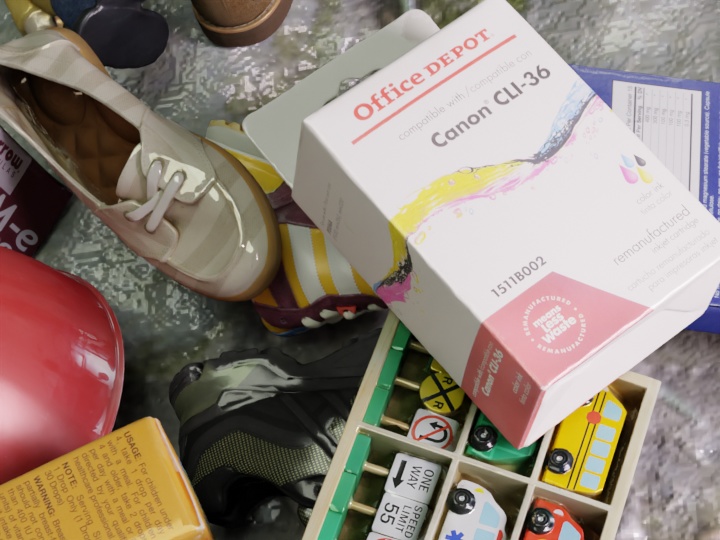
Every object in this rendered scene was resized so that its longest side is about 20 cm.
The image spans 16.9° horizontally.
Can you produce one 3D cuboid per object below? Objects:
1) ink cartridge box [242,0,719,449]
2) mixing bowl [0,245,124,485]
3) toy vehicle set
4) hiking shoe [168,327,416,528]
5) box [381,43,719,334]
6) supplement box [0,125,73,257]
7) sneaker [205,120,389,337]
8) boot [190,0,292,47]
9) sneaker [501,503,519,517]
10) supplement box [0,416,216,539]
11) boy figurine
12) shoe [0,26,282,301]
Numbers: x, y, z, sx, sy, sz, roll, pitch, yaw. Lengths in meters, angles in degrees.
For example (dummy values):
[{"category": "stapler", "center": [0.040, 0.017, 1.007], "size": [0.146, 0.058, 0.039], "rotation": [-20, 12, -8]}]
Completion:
[{"category": "ink cartridge box", "center": [0.051, -0.037, 1.057], "size": [0.116, 0.068, 0.200], "rotation": [-35, 71, -22]}, {"category": "mixing bowl", "center": [-0.225, 0.054, 1.156], "size": [0.200, 0.108, 0.200], "rotation": [-21, 46, 23]}, {"category": "toy vehicle set", "center": [0.041, 0.115, 1.026], "size": [0.124, 0.027, 0.200], "rotation": [17, 59, 7]}, {"category": "hiking shoe", "center": [0.008, 0.082, 1.134], "size": [0.200, 0.076, 0.101], "rotation": [-10, 73, 20]}, {"category": "box", "center": [0.103, -0.038, 1.119], "size": [0.200, 0.032, 0.121], "rotation": [8, 63, -3]}, {"category": "supplement box", "center": [-0.258, -0.077, 1.264], "size": [0.200, 0.109, 0.061], "rotation": [27, 79, 27]}, {"category": "sneaker", "center": [0.000, 0.000, 1.177], "size": [0.200, 0.075, 0.090], "rotation": [24, 96, 22]}, {"category": "boot", "center": [-0.054, -0.224, 1.295], "size": [0.074, 0.075, 0.200], "rotation": [2, 64, 18]}, {"category": "sneaker", "center": [0.059, 0.167, 1.051], "size": [0.091, 0.078, 0.200], "rotation": [1, 53, -14]}, {"category": "supplement box", "center": [-0.162, 0.143, 1.069], "size": [0.200, 0.067, 0.069], "rotation": [-28, 61, -6]}, {"category": "boy figurine", "center": [-0.168, -0.183, 1.294], "size": [0.200, 0.064, 0.124], "rotation": [40, 124, 42]}, {"category": "shoe", "center": [-0.117, -0.050, 1.168], "size": [0.200, 0.053, 0.070], "rotation": [41, 115, 30]}]
